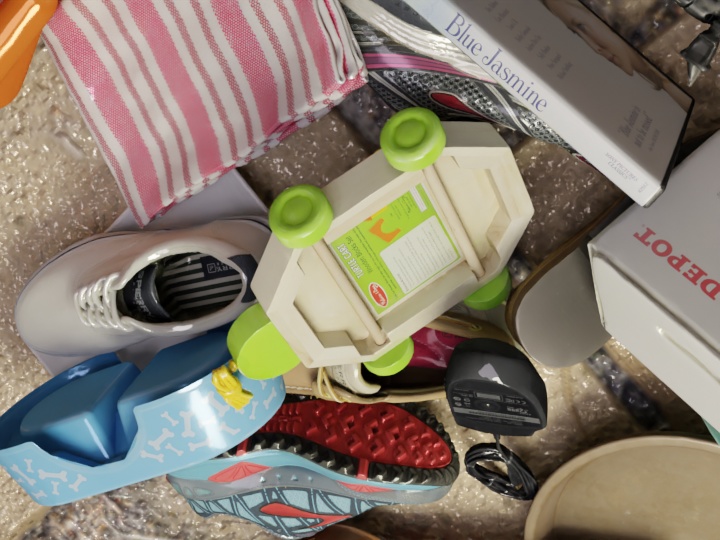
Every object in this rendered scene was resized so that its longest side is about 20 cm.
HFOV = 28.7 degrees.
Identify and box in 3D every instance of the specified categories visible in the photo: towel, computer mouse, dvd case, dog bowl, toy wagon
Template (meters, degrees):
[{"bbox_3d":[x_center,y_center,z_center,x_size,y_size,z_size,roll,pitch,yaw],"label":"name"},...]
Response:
[{"bbox_3d":[-0.098,-0.125,0.785,0.199,0.030,0.148,-28,90,36],"label":"towel"},{"bbox_3d":[0.084,0.088,0.833,0.058,0.034,0.201,7,153,13],"label":"computer mouse"},{"bbox_3d":[0.084,-0.125,0.713,0.199,0.143,0.018,40,121,-1],"label":"dvd case"},{"bbox_3d":[-0.131,0.084,0.837,0.198,0.112,0.050,-20,107,24],"label":"dog bowl"},{"bbox_3d":[0.000,0.000,0.757,0.199,0.040,0.156,-34,143,-1],"label":"toy wagon"}]

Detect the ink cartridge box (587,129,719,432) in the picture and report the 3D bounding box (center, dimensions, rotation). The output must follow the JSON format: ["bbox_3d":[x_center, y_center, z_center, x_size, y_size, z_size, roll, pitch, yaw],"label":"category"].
[{"bbox_3d":[0.232,-0.011,0.692,0.199,0.145,0.088,-38,145,-12],"label":"ink cartridge box"}]

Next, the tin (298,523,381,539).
[{"bbox_3d":[0.026,0.254,0.936,0.200,0.042,0.112,46,132,-1],"label":"tin"}]

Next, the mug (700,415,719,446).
[{"bbox_3d":[0.262,0.067,0.769,0.185,0.152,0.114,42,109,-7],"label":"mug"}]

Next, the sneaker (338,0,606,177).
[{"bbox_3d":[0.067,-0.104,0.773,0.198,0.081,0.075,29,117,3],"label":"sneaker"}]

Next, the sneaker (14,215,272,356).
[{"bbox_3d":[-0.135,0.010,0.839,0.198,0.071,0.074,-17,95,24],"label":"sneaker"}]

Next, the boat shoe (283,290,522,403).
[{"bbox_3d":[0.001,0.045,0.859,0.197,0.067,0.075,-7,112,15],"label":"boat shoe"}]

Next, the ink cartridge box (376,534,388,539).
[{"bbox_3d":[0.112,0.250,0.930,0.198,0.050,0.164,15,128,31],"label":"ink cartridge box"}]

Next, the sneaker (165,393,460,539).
[{"bbox_3d":[-0.031,0.128,0.911,0.197,0.080,0.096,4,132,15],"label":"sneaker"}]

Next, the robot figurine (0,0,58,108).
[{"bbox_3d":[-0.225,-0.168,0.783,0.115,0.144,0.201,19,117,-15],"label":"robot figurine"}]

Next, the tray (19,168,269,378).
[{"bbox_3d":[-0.124,0.016,0.887,0.200,0.022,0.108,-42,85,24],"label":"tray"}]

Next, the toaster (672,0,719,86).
[{"bbox_3d":[0.168,-0.233,0.672,0.181,0.119,0.200,42,114,-8],"label":"toaster"}]

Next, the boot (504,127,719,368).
[{"bbox_3d":[0.164,-0.024,0.796,0.199,0.075,0.074,-34,99,0],"label":"boot"}]

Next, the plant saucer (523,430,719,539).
[{"bbox_3d":[0.201,0.176,0.881,0.197,0.030,0.202,10,125,14],"label":"plant saucer"}]
